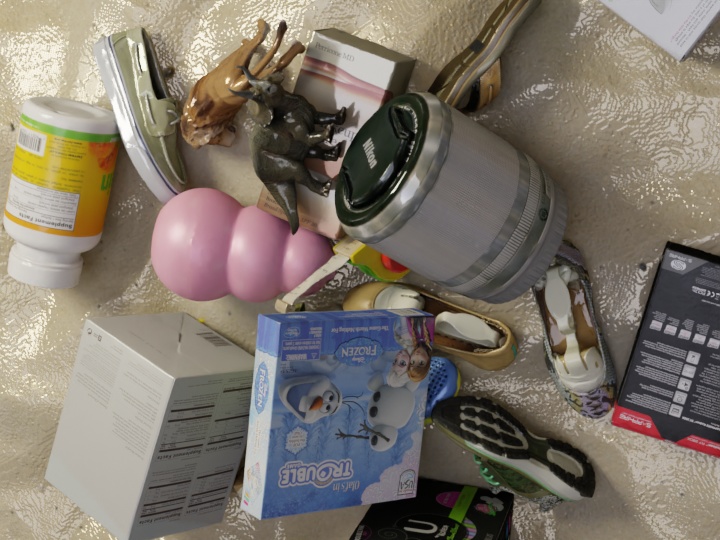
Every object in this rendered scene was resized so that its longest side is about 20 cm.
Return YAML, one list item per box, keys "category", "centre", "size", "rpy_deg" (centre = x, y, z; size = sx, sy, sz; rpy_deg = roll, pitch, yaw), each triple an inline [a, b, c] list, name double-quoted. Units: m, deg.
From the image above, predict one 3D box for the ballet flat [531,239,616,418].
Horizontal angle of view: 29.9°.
- category: "ballet flat"
  centre: [0.221, 0.069, 1.426]
  size: [0.072, 0.072, 0.201]
  rpy_deg: [-13, 98, 17]

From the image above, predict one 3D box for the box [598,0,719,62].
- category: "box"
  centre: [0.305, -0.334, 1.305]
  size: [0.176, 0.097, 0.200]
  rpy_deg: [37, 108, 4]

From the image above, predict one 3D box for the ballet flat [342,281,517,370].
- category: "ballet flat"
  centre: [0.077, 0.050, 1.460]
  size: [0.199, 0.063, 0.069]
  rpy_deg: [17, 71, 7]

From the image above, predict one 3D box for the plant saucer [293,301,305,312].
- category: "plant saucer"
  centre: [-0.090, 0.131, 1.450]
  size: [0.031, 0.200, 0.201]
  rpy_deg: [8, 104, 2]

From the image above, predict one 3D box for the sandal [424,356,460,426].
- category: "sandal"
  centre: [0.011, 0.132, 1.476]
  size: [0.199, 0.080, 0.087]
  rpy_deg: [-14, 140, 14]

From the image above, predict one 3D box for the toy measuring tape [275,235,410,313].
- category: "toy measuring tape"
  centre: [0.000, 0.000, 1.442]
  size: [0.200, 0.074, 0.074]
  rpy_deg: [-41, 89, -17]

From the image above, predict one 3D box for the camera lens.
- category: "camera lens"
  centre: [0.087, -0.072, 1.348]
  size: [0.200, 0.160, 0.160]
  rpy_deg: [28, 110, -27]

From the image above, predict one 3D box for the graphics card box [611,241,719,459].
- category: "graphics card box"
  centre: [0.348, 0.082, 1.404]
  size: [0.125, 0.051, 0.201]
  rpy_deg: [17, 106, 11]

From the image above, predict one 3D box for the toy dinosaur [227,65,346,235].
- category: "toy dinosaur"
  centre: [-0.073, -0.129, 1.375]
  size: [0.102, 0.077, 0.200]
  rpy_deg: [14, 137, 9]

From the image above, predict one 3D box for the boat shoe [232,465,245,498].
- category: "boat shoe"
  centre: [-0.044, 0.228, 1.534]
  size: [0.199, 0.074, 0.069]
  rpy_deg: [-21, 109, 17]

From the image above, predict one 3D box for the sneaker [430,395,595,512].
- category: "sneaker"
  centre: [0.152, 0.210, 1.456]
  size: [0.200, 0.077, 0.089]
  rpy_deg: [30, 125, -12]

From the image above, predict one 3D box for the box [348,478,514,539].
- category: "box"
  centre: [0.076, 0.318, 1.446]
  size: [0.148, 0.200, 0.125]
  rpy_deg: [7, 104, 13]

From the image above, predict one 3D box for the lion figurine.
- category: "lion figurine"
  centre: [-0.133, -0.195, 1.421]
  size: [0.072, 0.200, 0.123]
  rpy_deg: [43, 75, -3]

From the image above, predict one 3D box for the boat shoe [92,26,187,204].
- category: "boat shoe"
  centre: [-0.233, -0.173, 1.496]
  size: [0.062, 0.072, 0.201]
  rpy_deg: [-22, 94, 13]

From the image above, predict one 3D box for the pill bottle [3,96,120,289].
- category: "pill bottle"
  centre: [-0.339, -0.086, 1.520]
  size: [0.111, 0.111, 0.201]
  rpy_deg: [17, 105, 11]

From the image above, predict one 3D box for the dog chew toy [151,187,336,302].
- category: "dog chew toy"
  centre: [-0.124, -0.021, 1.477]
  size: [0.199, 0.125, 0.125]
  rpy_deg: [9, 104, 4]

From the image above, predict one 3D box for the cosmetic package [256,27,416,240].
- category: "cosmetic package"
  centre: [-0.026, -0.146, 1.437]
  size: [0.103, 0.087, 0.201]
  rpy_deg: [21, 106, 11]

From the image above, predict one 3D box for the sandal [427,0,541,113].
- category: "sandal"
  centre: [0.128, -0.206, 1.399]
  size: [0.054, 0.080, 0.200]
  rpy_deg: [36, 105, -17]

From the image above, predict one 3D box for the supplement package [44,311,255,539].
- category: "supplement package"
  centre: [-0.227, 0.170, 1.499]
  size: [0.152, 0.150, 0.201]
  rpy_deg: [29, 109, 34]

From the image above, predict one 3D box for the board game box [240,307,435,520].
- category: "board game box"
  centre: [-0.020, 0.142, 1.370]
  size: [0.043, 0.200, 0.200]
  rpy_deg: [18, 106, 51]
